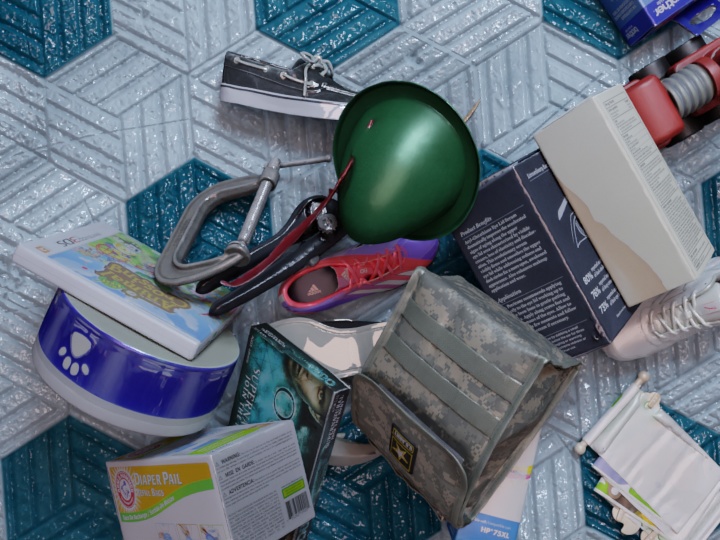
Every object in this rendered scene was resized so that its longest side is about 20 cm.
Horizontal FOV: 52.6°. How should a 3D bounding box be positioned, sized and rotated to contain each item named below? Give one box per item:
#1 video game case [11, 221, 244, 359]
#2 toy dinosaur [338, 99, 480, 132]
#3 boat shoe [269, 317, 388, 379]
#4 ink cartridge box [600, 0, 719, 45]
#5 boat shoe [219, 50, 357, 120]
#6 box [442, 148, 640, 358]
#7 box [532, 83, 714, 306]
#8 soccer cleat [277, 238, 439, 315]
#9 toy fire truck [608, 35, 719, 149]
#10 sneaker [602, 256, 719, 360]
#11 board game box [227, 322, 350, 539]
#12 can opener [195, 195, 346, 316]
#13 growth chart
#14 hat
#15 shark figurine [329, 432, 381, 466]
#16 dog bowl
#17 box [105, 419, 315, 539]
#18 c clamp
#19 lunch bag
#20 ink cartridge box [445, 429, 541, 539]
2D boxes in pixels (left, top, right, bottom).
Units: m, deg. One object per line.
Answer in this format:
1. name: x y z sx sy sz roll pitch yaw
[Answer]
1. video game case: -0.232 0.013 0.772 0.197 0.182 0.022 29 103 0
2. toy dinosaur: 0.053 -0.142 0.826 0.198 0.106 0.061 -10 70 -43
3. boat shoe: -0.027 0.088 0.832 0.195 0.060 0.076 -7 83 3
4. ink cartridge box: 0.337 -0.359 0.831 0.135 0.076 0.202 -34 91 0
5. boat shoe: -0.062 -0.211 0.829 0.195 0.074 0.070 11 104 9
6. box: 0.200 -0.020 0.778 0.104 0.147 0.202 -31 88 42
7. box: 0.269 -0.079 0.743 0.077 0.094 0.203 -30 88 41
8. soccer cleat: 0.000 0.000 0.826 0.196 0.073 0.069 -21 90 0
9. toy fire truck: 0.354 -0.177 0.765 0.174 0.200 0.130 -30 89 0
10. sneaker: 0.362 0.040 0.814 0.197 0.099 0.079 -29 90 0
11. board game box: -0.088 0.178 0.780 0.134 0.028 0.204 30 115 34
12. can opener: -0.087 -0.015 0.790 0.063 0.079 0.199 46 62 8
13. growth chart: 0.344 0.241 0.853 0.144 0.018 0.201 -41 90 0
14. hat: 0.001 -0.054 0.687 0.164 0.176 0.202 34 134 9
15. shark figurine: -0.032 0.192 0.820 0.210 0.089 0.131 12 91 2
16. dog bowl: -0.228 0.080 0.757 0.197 0.200 0.080 28 101 0
17. box: -0.160 0.227 0.757 0.198 0.111 0.103 -16 89 42
18. c clamp: -0.135 -0.059 0.788 0.168 0.202 0.027 -4 133 24
19. lunch bag: 0.085 0.125 0.712 0.163 0.117 0.202 38 106 34
20. ink cartridge box: 0.148 0.192 0.804 0.066 0.116 0.204 14 90 0
